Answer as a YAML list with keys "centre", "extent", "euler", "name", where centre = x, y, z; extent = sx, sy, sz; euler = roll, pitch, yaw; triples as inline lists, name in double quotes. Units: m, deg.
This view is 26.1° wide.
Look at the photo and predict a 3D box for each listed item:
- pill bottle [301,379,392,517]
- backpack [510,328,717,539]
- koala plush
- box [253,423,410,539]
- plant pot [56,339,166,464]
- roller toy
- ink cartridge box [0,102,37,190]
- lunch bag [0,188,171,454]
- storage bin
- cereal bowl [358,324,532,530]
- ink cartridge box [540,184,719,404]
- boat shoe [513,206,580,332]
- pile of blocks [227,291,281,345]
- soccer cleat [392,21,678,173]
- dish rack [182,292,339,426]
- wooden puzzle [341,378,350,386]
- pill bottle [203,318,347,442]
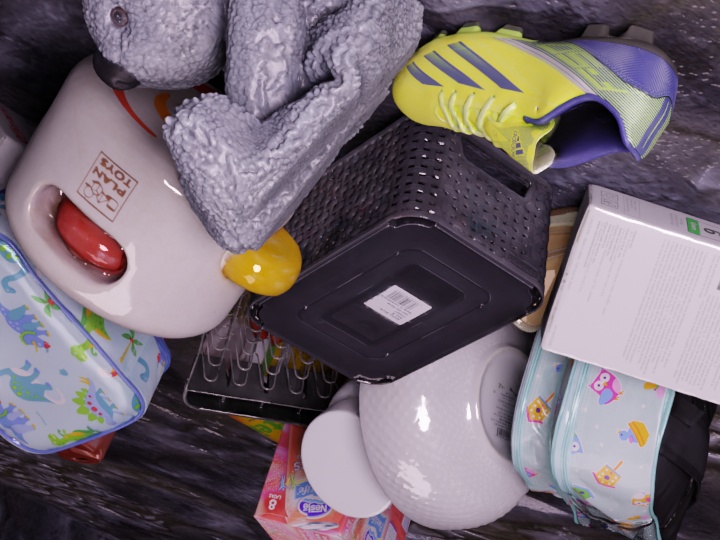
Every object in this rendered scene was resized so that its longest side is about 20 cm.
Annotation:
- centre: [0.039, 0.132, 1.365]
  extent: [0.113, 0.116, 0.200]
  euler: [9, -159, 29]
  name: "pill bottle"
- centre: [0.199, 0.105, 1.194]
  extent: [0.152, 0.178, 0.200]
  euler: [16, 164, 13]
  name: "backpack"
- centre: [-0.086, -0.144, 0.912]
  extent: [0.200, 0.184, 0.177]
  euler: [41, 173, 4]
  name: "koala plush"
- centre: [-0.023, 0.240, 1.525]
  extent: [0.094, 0.104, 0.200]
  euler: [10, 155, 20]
  name: "box"
- centre: [-0.297, 0.079, 1.585]
  extent: [0.198, 0.197, 0.201]
  euler: [18, 160, 7]
  name: "plant pot"
- centre: [-0.141, -0.058, 1.080]
  extent: [0.181, 0.140, 0.201]
  euler: [21, -152, -32]
  name: "roller toy"
- centre: [-0.251, -0.050, 1.292]
  extent: [0.199, 0.088, 0.145]
  euler: [32, -174, -31]
  name: "ink cartridge box"
- centre: [-0.256, 0.041, 1.181]
  extent: [0.160, 0.083, 0.201]
  euler: [-23, 118, 30]
  name: "lunch bag"
- centre: [0.028, -0.010, 1.111]
  extent: [0.134, 0.095, 0.199]
  euler: [31, 142, -27]
  name: "storage bin"
- centre: [0.094, 0.112, 1.276]
  extent: [0.083, 0.202, 0.200]
  euler: [-9, 146, 41]
  name: "cereal bowl"
- centre: [0.232, 0.026, 1.057]
  extent: [0.198, 0.110, 0.050]
  euler: [17, -158, 1]
  name: "ink cartridge box"
- centre: [0.135, 0.011, 1.162]
  extent: [0.071, 0.077, 0.200]
  euler: [28, 158, -15]
  name: "boat shoe"
- centre: [-0.101, 0.030, 1.465]
  extent: [0.198, 0.063, 0.082]
  euler: [13, 159, 20]
  name: "pile of blocks"
- centre: [0.091, -0.097, 0.915]
  extent: [0.198, 0.085, 0.065]
  euler: [3, 155, 40]
  name: "soccer cleat"
- centre: [-0.071, 0.056, 1.396]
  extent: [0.151, 0.055, 0.201]
  euler: [8, 137, -11]
  name: "dish rack"
- centre: [0.062, 0.155, 1.526]
  extent: [0.183, 0.037, 0.201]
  euler: [26, 123, -15]
  name: "wooden puzzle"
- centre: [-0.064, 0.125, 1.598]
  extent: [0.199, 0.112, 0.110]
  euler: [33, 157, -31]
  name: "pill bottle"
